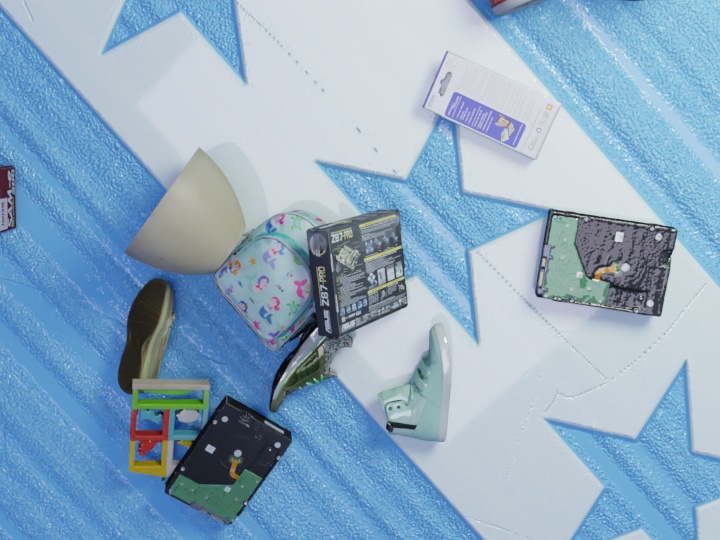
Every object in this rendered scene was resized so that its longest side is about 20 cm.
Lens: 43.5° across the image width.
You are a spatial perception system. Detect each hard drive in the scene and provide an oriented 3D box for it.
[{"bbox_3d":[0.384,-0.013,1.419,0.196,0.038,0.142,8,101,5],"label":"hard drive"},{"bbox_3d":[-0.226,0.327,1.544,0.139,0.038,0.201,31,102,-16],"label":"hard drive"}]

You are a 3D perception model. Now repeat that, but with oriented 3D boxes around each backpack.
[{"bbox_3d":[-0.120,0.005,1.438,0.200,0.151,0.178,-42,87,7],"label":"backpack"}]

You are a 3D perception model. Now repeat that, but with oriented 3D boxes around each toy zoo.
[{"bbox_3d":[-0.328,0.279,1.539,0.129,0.021,0.203,3,112,-15],"label":"toy zoo"}]

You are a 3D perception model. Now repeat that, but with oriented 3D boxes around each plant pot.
[{"bbox_3d":[-0.259,-0.072,1.420,0.134,0.201,0.201,36,103,-12],"label":"plant pot"}]

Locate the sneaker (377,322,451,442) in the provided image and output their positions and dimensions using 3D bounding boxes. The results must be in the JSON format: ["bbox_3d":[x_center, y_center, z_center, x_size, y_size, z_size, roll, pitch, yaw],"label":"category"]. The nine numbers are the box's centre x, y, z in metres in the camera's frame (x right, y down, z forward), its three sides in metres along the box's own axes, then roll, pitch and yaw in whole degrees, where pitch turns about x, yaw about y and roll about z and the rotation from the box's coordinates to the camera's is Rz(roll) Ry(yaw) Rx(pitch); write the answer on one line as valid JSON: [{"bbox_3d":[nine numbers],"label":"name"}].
[{"bbox_3d":[0.087,0.184,1.476,0.116,0.074,0.204,2,103,0],"label":"sneaker"}]

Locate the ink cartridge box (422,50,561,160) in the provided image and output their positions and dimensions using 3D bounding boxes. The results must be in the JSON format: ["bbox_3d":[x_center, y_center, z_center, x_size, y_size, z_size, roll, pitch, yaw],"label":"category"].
[{"bbox_3d":[0.204,-0.257,1.405,0.197,0.037,0.096,25,103,-1],"label":"ink cartridge box"}]

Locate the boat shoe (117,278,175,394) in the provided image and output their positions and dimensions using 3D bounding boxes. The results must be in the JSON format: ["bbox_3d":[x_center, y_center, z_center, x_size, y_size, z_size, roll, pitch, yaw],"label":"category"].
[{"bbox_3d":[-0.354,0.112,1.532,0.072,0.063,0.204,17,96,30],"label":"boat shoe"}]

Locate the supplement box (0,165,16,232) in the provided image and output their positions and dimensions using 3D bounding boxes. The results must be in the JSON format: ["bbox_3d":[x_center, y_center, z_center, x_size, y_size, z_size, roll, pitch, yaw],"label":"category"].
[{"bbox_3d":[-0.687,-0.126,1.521,0.196,0.061,0.111,5,102,7],"label":"supplement box"}]

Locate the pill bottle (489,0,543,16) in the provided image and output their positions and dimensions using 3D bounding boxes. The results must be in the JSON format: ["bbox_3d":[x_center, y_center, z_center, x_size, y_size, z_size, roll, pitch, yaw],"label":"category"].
[{"bbox_3d":[0.220,-0.489,1.320,0.114,0.116,0.203,-18,97,10],"label":"pill bottle"}]

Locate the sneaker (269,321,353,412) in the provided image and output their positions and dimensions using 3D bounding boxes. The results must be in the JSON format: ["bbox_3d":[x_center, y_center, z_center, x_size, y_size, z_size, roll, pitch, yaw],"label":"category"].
[{"bbox_3d":[-0.082,0.167,1.501,0.088,0.077,0.201,33,105,-9],"label":"sneaker"}]

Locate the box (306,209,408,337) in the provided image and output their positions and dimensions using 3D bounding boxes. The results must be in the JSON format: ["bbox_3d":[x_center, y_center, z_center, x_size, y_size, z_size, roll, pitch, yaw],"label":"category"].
[{"bbox_3d":[0.000,0.000,1.394,0.048,0.199,0.164,3,104,35],"label":"box"}]
